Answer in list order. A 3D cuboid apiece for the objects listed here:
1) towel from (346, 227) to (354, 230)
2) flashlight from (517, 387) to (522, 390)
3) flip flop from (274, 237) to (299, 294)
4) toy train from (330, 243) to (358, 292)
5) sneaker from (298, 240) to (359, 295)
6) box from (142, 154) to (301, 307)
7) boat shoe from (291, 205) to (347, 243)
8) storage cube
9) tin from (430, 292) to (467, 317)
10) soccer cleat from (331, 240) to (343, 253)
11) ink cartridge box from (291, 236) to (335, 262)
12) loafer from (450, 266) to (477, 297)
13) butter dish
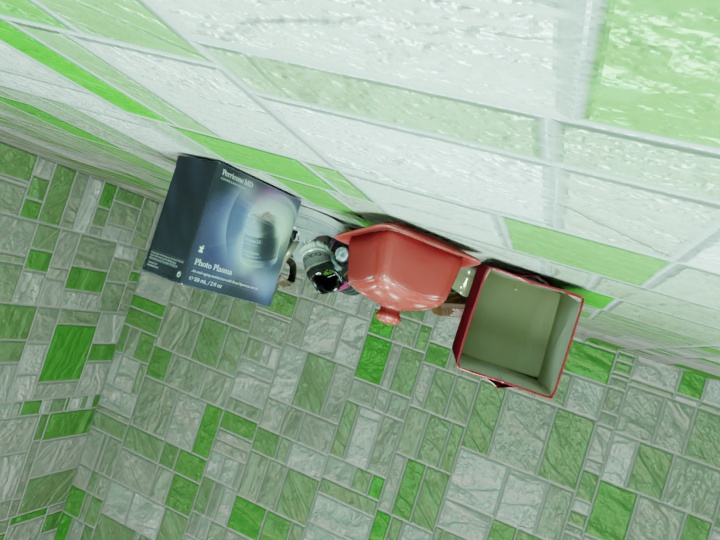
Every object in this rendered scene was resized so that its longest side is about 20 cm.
[{"bbox_3d":[0.000,-0.074,1.372,0.199,0.018,0.086,17,177,42],"label":"towel"},{"bbox_3d":[0.347,0.140,1.265,0.067,0.202,0.068,29,159,-17],"label":"flashlight"},{"bbox_3d":[-0.158,0.000,1.325,0.057,0.082,0.200,25,140,-9],"label":"flip flop"},{"bbox_3d":[0.019,0.000,1.261,0.114,0.085,0.200,50,-167,23],"label":"toy train"},{"bbox_3d":[-0.056,0.019,1.316,0.073,0.088,0.200,-25,142,22],"label":"sneaker"},{"bbox_3d":[-0.227,-0.062,1.060,0.122,0.201,0.199,14,176,38],"label":"box"},{"bbox_3d":[-0.118,-0.090,1.232,0.199,0.069,0.072,20,178,-36],"label":"boat shoe"},{"bbox_3d":[0.266,0.099,1.111,0.169,0.202,0.180,17,-176,5],"label":"storage cube"},{"bbox_3d":[0.232,0.056,1.312,0.198,0.042,0.112,1,-147,36],"label":"tin"},{"bbox_3d":[-0.038,-0.049,1.485,0.067,0.074,0.200,-7,161,1],"label":"soccer cleat"},{"bbox_3d":[-0.148,-0.077,1.443,0.145,0.085,0.200,27,-179,12],"label":"ink cartridge box"},{"bbox_3d":[0.172,0.010,1.311,0.075,0.069,0.199,19,178,-27],"label":"loafer"},{"bbox_3d":[0.061,0.016,1.038,0.198,0.150,0.199,20,167,-25],"label":"butter dish"}]
